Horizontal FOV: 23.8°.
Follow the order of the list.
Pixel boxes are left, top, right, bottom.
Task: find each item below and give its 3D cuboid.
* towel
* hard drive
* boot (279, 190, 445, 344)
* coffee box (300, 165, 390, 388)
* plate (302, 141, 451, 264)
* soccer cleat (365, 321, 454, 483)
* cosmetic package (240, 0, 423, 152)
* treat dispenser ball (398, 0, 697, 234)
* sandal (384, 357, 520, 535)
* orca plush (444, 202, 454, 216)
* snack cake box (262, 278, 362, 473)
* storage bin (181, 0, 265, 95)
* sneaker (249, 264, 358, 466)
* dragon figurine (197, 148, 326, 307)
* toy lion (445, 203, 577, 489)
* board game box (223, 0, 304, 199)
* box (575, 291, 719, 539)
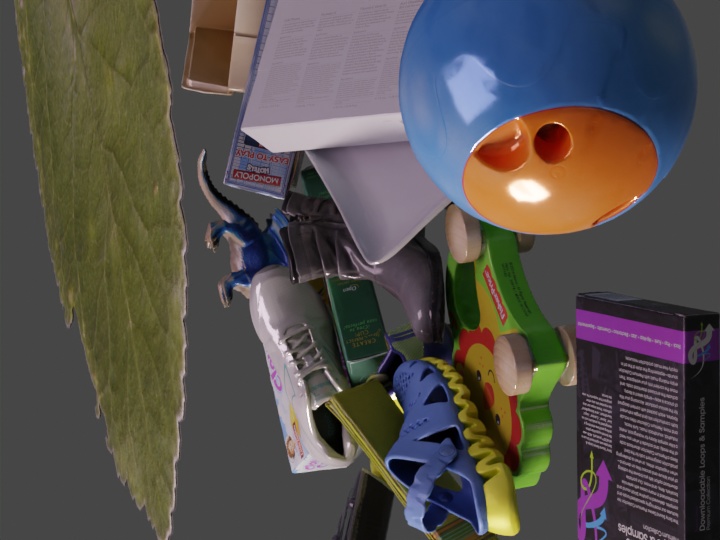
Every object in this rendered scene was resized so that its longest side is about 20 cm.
[{"bbox_3d":[0.051,0.179,1.427,0.018,0.086,0.200,-44,75,24],"label":"towel"},{"bbox_3d":[-0.005,0.271,1.603,0.200,0.042,0.136,107,175,-67],"label":"hard drive"},{"bbox_3d":[0.000,0.000,1.487,0.200,0.131,0.070,-106,12,-54],"label":"boot"},{"bbox_3d":[-0.011,0.013,1.617,0.123,0.044,0.201,83,173,-66],"label":"coffee box"},{"bbox_3d":[0.053,-0.123,1.411,0.200,0.032,0.200,-41,45,12],"label":"plate"},{"bbox_3d":[0.029,0.121,1.540,0.065,0.083,0.201,-117,33,-41],"label":"soccer cleat"},{"bbox_3d":[0.005,-0.181,1.425,0.199,0.052,0.152,-1,67,39],"label":"cosmetic package"},{"bbox_3d":[0.125,-0.124,1.151,0.201,0.200,0.202,176,90,-65],"label":"treat dispenser ball"},{"bbox_3d":[0.058,0.143,1.388,0.200,0.087,0.080,-118,17,-54],"label":"sandal"},{"bbox_3d":[0.052,-0.107,1.469,0.200,0.071,0.106,-118,34,-42],"label":"orca plush"},{"bbox_3d":[-0.044,0.089,1.717,0.115,0.067,0.201,131,130,-56],"label":"snack cake box"},{"bbox_3d":[-0.124,-0.300,1.728,0.199,0.093,0.201,-95,13,-65],"label":"storage bin"},{"bbox_3d":[-0.044,0.088,1.576,0.080,0.070,0.201,-163,51,-81],"label":"sneaker"},{"bbox_3d":[-0.094,-0.024,1.637,0.059,0.099,0.201,160,94,-79],"label":"dragon figurine"},{"bbox_3d":[0.111,0.069,1.393,0.192,0.068,0.201,109,148,-55],"label":"toy lion"},{"bbox_3d":[-0.076,-0.155,1.604,0.200,0.061,0.201,102,-178,-77],"label":"board game box"},{"bbox_3d":[0.203,0.122,1.220,0.143,0.036,0.201,-167,75,-65],"label":"box"}]
